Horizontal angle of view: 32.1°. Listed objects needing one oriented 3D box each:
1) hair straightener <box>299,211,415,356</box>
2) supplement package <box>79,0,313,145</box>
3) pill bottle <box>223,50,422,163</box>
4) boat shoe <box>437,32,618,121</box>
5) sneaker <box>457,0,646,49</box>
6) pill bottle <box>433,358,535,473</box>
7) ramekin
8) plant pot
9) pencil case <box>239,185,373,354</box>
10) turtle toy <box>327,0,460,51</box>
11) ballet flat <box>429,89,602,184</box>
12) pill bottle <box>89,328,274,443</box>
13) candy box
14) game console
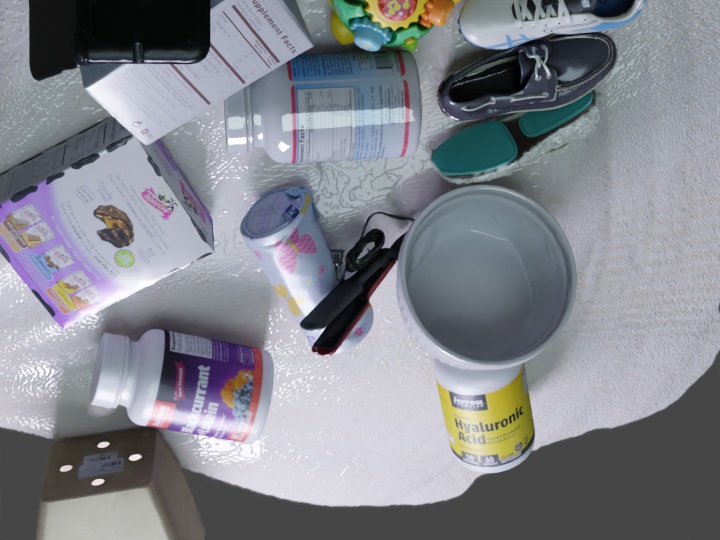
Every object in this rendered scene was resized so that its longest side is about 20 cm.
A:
[{"bbox_3d":[0.000,0.000,1.377,0.200,0.041,0.078,-48,128,-28],"label":"hair straightener"},{"bbox_3d":[-0.165,-0.235,1.190,0.198,0.118,0.117,-29,148,10],"label":"supplement package"},{"bbox_3d":[-0.041,-0.167,1.282,0.196,0.109,0.110,-3,124,-6],"label":"pill bottle"},{"bbox_3d":[0.176,-0.203,1.306,0.197,0.063,0.074,-16,88,5],"label":"boat shoe"},{"bbox_3d":[0.195,-0.271,1.264,0.197,0.072,0.073,-11,86,-8],"label":"sneaker"},{"bbox_3d":[0.147,0.137,1.514,0.110,0.112,0.202,-14,124,1],"label":"pill bottle"},{"bbox_3d":[0.130,0.016,1.384,0.197,0.204,0.105,0,165,-9],"label":"ramekin"},{"bbox_3d":[-0.299,0.307,1.518,0.196,0.200,0.180,-8,112,-4],"label":"plant pot"},{"bbox_3d":[-0.058,0.001,1.408,0.091,0.082,0.201,-49,128,-29],"label":"pencil case"},{"bbox_3d":[0.022,-0.297,1.208,0.144,0.102,0.202,-20,124,5],"label":"turtle toy"},{"bbox_3d":[0.176,-0.137,1.366,0.197,0.072,0.072,-23,124,7],"label":"ballet flat"},{"bbox_3d":[-0.208,0.130,1.450,0.197,0.112,0.113,12,121,-16],"label":"pill bottle"},{"bbox_3d":[-0.281,-0.055,1.339,0.198,0.072,0.169,-25,124,9],"label":"candy box"},{"bbox_3d":[-0.219,-0.278,1.119,0.173,0.116,0.204,-1,89,-5],"label":"game console"}]
